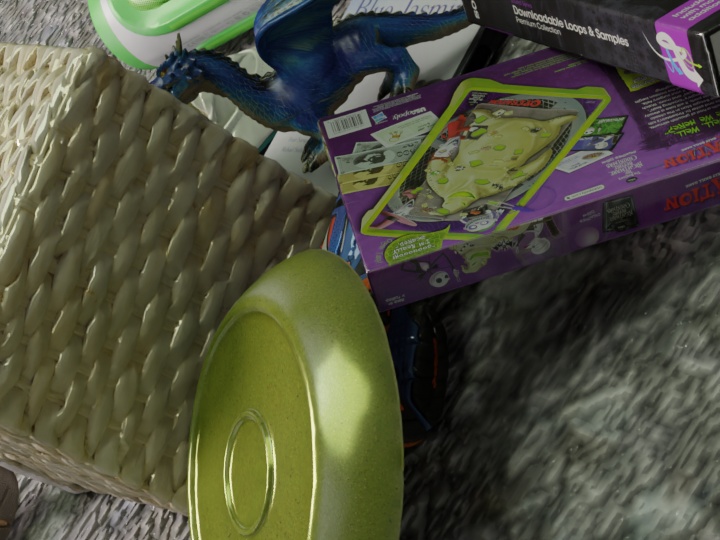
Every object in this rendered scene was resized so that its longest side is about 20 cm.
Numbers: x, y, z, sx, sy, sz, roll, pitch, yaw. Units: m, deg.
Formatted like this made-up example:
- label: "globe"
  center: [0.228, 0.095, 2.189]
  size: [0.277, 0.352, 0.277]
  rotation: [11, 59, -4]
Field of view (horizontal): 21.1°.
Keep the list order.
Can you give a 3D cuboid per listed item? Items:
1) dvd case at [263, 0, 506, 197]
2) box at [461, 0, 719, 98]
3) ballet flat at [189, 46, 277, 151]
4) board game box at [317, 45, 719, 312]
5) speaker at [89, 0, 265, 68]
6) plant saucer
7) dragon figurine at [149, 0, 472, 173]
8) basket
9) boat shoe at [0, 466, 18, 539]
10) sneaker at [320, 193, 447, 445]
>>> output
- label: "dvd case"
  center: [0.005, -0.086, 1.076]
  size: [0.143, 0.018, 0.200]
  rotation: [7, 63, 53]
- label: "box"
  center: [0.152, -0.141, 0.882]
  size: [0.143, 0.036, 0.200]
  rotation: [-30, 26, -19]
- label: "ballet flat"
  center: [-0.100, -0.075, 1.150]
  size: [0.200, 0.069, 0.069]
  rotation: [-52, 33, -2]
- label: "board game box"
  center: [0.088, -0.055, 0.856]
  size: [0.199, 0.032, 0.120]
  rotation: [-17, 35, 0]
- label: "speaker"
  center: [-0.078, -0.197, 1.211]
  size: [0.200, 0.088, 0.089]
  rotation: [-23, 42, 36]
- label: "plant saucer"
  center: [-0.038, 0.090, 0.855]
  size: [0.200, 0.031, 0.201]
  rotation: [-177, 90, -64]
- label: "dragon figurine"
  center: [-0.022, -0.121, 1.018]
  size: [0.200, 0.100, 0.059]
  rotation: [-36, 15, 8]
- label: "basket"
  center: [-0.149, 0.007, 0.997]
  size: [0.161, 0.198, 0.200]
  rotation: [9, 73, 51]
- label: "boat shoe"
  center: [-0.278, 0.170, 1.122]
  size: [0.200, 0.076, 0.072]
  rotation: [-42, 32, 12]
- label: "sneaker"
  center: [0.000, 0.000, 0.938]
  size: [0.078, 0.075, 0.200]
  rotation: [-24, 40, 40]
